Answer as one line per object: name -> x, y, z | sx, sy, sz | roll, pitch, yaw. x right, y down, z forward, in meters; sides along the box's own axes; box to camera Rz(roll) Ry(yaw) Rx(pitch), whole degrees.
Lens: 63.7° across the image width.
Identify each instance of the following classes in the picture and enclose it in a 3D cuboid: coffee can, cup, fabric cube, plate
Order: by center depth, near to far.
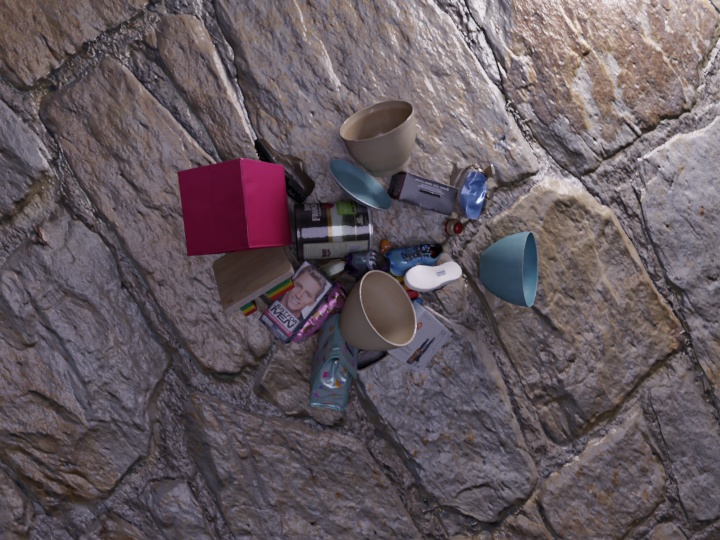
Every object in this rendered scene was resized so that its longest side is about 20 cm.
fabric cube -> -0.303, -0.149, 1.418 | 0.196, 0.195, 0.205 | -6, 93, 24
cup -> 0.026, 0.122, 1.471 | 0.142, 0.201, 0.201 | -33, 106, 37
plate -> -0.004, -0.216, 1.500 | 0.198, 0.201, 0.026 | 31, 117, -12
coffee can -> -0.073, -0.106, 1.526 | 0.195, 0.146, 0.150 | -4, 100, -8

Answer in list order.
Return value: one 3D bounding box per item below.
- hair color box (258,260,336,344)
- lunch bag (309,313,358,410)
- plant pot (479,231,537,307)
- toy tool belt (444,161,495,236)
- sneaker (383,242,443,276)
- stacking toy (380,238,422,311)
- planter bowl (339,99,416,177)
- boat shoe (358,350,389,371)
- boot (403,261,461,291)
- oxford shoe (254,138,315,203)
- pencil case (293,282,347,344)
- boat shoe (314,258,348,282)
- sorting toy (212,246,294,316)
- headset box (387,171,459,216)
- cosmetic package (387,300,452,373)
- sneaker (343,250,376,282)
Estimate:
hair color box -> -0.165, 0.083, 1.516 | 0.100, 0.060, 0.201 | 40, 94, 7
lunch bag -> -0.067, 0.238, 1.534 | 0.119, 0.172, 0.203 | 9, 127, -3
plant pot -> 0.406, -0.003, 1.605 | 0.132, 0.199, 0.205 | 0, 102, 29
toy tool belt -> 0.296, -0.186, 1.559 | 0.123, 0.122, 0.205 | 2, 100, -42
sneaker -> 0.144, -0.045, 1.555 | 0.197, 0.090, 0.080 | -12, 70, -41
stacking toy -> 0.092, 0.011, 1.603 | 0.107, 0.116, 0.205 | -14, 87, -11
planter bowl -> 0.059, -0.330, 1.498 | 0.197, 0.201, 0.136 | -25, 126, -3
boat shoe -> 0.059, 0.218, 1.641 | 0.198, 0.060, 0.073 | -33, 102, -2
boot -> 0.181, 0.032, 1.574 | 0.196, 0.090, 0.074 | -7, 67, -35
oxford shoe -> -0.199, -0.276, 1.529 | 0.200, 0.072, 0.085 | 47, 66, -9
pencil case -> -0.118, 0.115, 1.589 | 0.198, 0.087, 0.084 | -34, 70, -2
boat shoe -> -0.113, 0.016, 1.576 | 0.198, 0.074, 0.077 | -32, 102, -2
sorting toy -> -0.270, 0.012, 1.504 | 0.197, 0.200, 0.070 | -31, 133, 1
headset box -> 0.161, -0.203, 1.515 | 0.145, 0.200, 0.077 | 15, 98, -9
cosmetic package -> 0.157, 0.187, 1.599 | 0.152, 0.052, 0.200 | -51, 141, 0
sneaker -> 0.000, 0.000, 1.547 | 0.085, 0.201, 0.076 | 4, 63, 3
